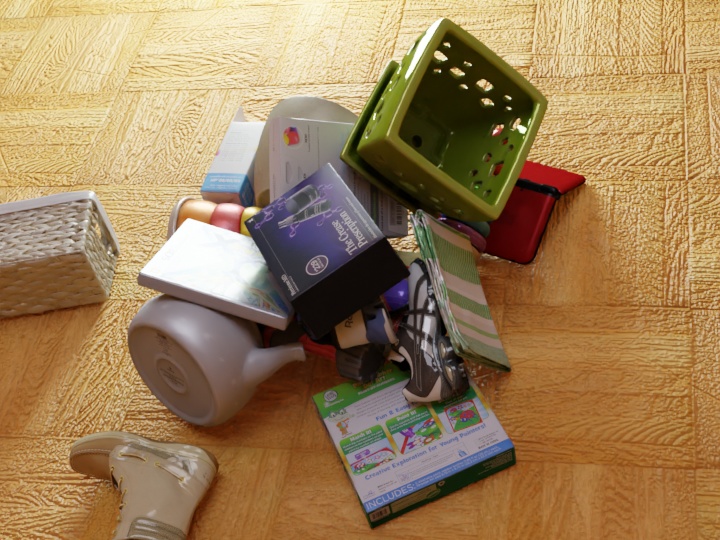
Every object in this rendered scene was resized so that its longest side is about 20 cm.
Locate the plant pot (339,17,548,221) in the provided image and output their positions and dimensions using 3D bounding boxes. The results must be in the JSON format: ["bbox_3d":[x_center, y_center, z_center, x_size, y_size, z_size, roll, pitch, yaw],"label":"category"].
[{"bbox_3d":[0.100,-0.185,1.546,0.181,0.200,0.200,-13,47,61],"label":"plant pot"}]

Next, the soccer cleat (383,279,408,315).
[{"bbox_3d":[0.000,0.000,1.592,0.068,0.073,0.200,-41,39,-15],"label":"soccer cleat"}]

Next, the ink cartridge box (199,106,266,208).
[{"bbox_3d":[-0.173,-0.150,1.783,0.067,0.116,0.201,3,48,17],"label":"ink cartridge box"}]

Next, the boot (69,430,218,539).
[{"bbox_3d":[-0.291,0.284,1.428,0.199,0.073,0.156,6,46,12],"label":"boot"}]

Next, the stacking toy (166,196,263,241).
[{"bbox_3d":[-0.162,-0.048,1.644,0.199,0.146,0.147,-10,45,17],"label":"stacking toy"}]

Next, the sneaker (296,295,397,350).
[{"bbox_3d":[-0.030,0.029,1.479,0.114,0.081,0.200,-18,43,2],"label":"sneaker"}]

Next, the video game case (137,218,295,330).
[{"bbox_3d":[-0.166,0.001,1.509,0.199,0.022,0.182,17,28,5],"label":"video game case"}]

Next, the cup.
[{"bbox_3d":[-0.077,-0.132,1.686,0.199,0.201,0.144,11,52,23],"label":"cup"}]

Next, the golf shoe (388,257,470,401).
[{"bbox_3d":[0.072,0.075,1.469,0.094,0.078,0.201,-19,54,10],"label":"golf shoe"}]

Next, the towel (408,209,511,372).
[{"bbox_3d":[0.132,0.027,1.482,0.023,0.152,0.201,-28,64,23],"label":"towel"}]

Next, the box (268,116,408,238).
[{"bbox_3d":[-0.029,-0.126,1.594,0.199,0.157,0.041,1,-5,-30],"label":"box"}]

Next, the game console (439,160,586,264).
[{"bbox_3d":[0.207,-0.101,1.715,0.199,0.119,0.173,19,85,29],"label":"game console"}]

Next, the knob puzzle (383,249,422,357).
[{"bbox_3d":[0.062,0.051,1.581,0.218,0.031,0.220,-17,39,14],"label":"knob puzzle"}]

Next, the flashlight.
[{"bbox_3d":[-0.061,0.102,1.526,0.199,0.068,0.068,17,27,40],"label":"flashlight"}]

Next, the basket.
[{"bbox_3d":[-0.476,-0.020,1.723,0.199,0.136,0.124,-9,49,5],"label":"basket"}]

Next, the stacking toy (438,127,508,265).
[{"bbox_3d":[0.170,-0.109,1.631,0.085,0.085,0.201,22,79,30],"label":"stacking toy"}]

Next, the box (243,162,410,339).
[{"bbox_3d":[-0.046,-0.028,1.439,0.141,0.079,0.200,-37,38,1],"label":"box"}]

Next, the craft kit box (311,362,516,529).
[{"bbox_3d":[0.063,0.199,1.446,0.199,0.049,0.198,-22,48,-8],"label":"craft kit box"}]

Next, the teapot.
[{"bbox_3d":[-0.201,0.096,1.517,0.200,0.197,0.146,49,53,-1],"label":"teapot"}]
